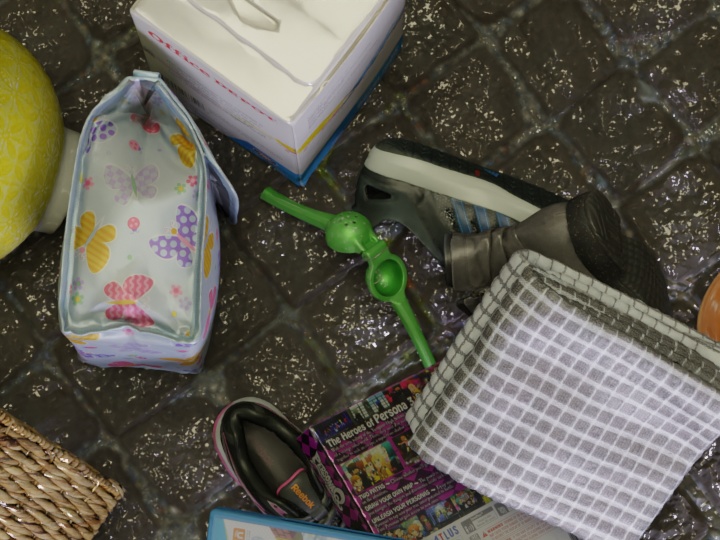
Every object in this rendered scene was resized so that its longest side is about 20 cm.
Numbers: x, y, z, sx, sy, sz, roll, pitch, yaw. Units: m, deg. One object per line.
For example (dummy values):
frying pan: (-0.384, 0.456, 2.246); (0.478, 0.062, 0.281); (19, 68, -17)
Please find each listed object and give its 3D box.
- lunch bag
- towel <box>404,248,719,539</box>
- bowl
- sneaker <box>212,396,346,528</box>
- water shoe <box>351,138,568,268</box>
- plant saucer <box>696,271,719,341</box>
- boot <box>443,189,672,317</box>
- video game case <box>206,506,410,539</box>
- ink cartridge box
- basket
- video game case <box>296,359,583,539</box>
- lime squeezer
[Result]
lunch bag: (-0.153, -0.034, 1.714); (0.127, 0.170, 0.200); (3, 79, -2)
towel: (0.155, 0.099, 1.650); (0.200, 0.086, 0.166); (27, 107, -15)
bowl: (-0.269, -0.080, 1.727); (0.108, 0.200, 0.200); (16, 79, -21)
sneaker: (-0.040, 0.176, 1.718); (0.200, 0.086, 0.080); (43, 84, 6)
water shoe: (0.092, -0.035, 1.777); (0.200, 0.072, 0.079); (23, 107, 4)
plant saucer: (0.350, 0.034, 1.719); (0.200, 0.037, 0.200); (-16, 37, 12)
boot: (0.149, 0.016, 1.730); (0.132, 0.200, 0.070); (-16, 46, 22)
video game case: (-0.020, 0.254, 1.647); (0.200, 0.018, 0.143); (8, 95, 18)
ink cartridge box: (-0.063, -0.178, 1.725); (0.147, 0.200, 0.145); (35, 82, 6)
basket: (-0.296, 0.161, 1.661); (0.143, 0.200, 0.149); (27, 81, 35)
video game case: (0.079, 0.157, 1.708); (0.200, 0.036, 0.181); (-26, 80, -30)
lime squeezer: (0.000, 0.000, 1.757); (0.200, 0.071, 0.038); (47, 43, 7)
